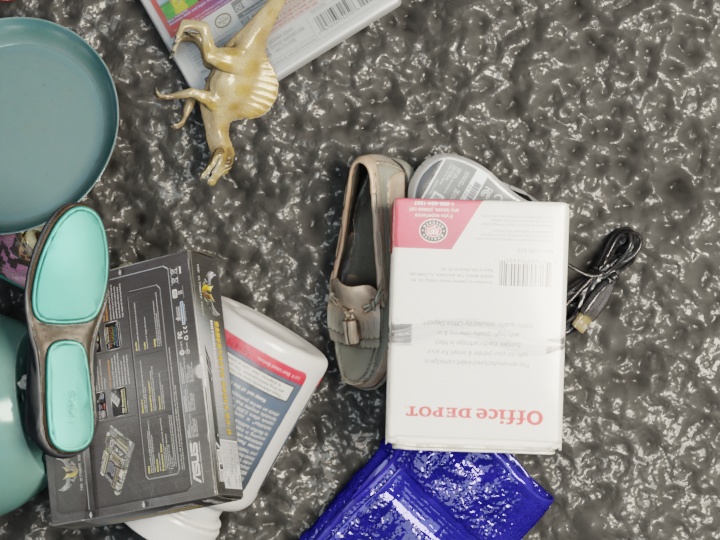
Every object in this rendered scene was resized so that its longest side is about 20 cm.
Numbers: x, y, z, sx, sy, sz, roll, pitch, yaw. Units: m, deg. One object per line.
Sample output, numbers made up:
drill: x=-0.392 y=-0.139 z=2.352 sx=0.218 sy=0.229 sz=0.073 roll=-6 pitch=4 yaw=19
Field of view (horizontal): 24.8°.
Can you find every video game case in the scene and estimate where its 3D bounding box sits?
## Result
video game case: x=-0.093 y=-0.260 z=1.434 sx=0.199 sy=0.023 sz=0.183 roll=-31 pitch=87 yaw=7

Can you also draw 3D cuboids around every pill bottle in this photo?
pill bottle: x=-0.124 y=0.135 z=1.389 sx=0.119 sy=0.120 sz=0.201 roll=30 pitch=93 yaw=5

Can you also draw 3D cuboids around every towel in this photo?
towel: x=0.050 y=0.220 z=1.405 sx=0.148 sy=0.050 sz=0.200 roll=42 pitch=94 yaw=5

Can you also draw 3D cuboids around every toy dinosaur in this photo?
toy dinosaur: x=-0.114 y=-0.179 z=1.408 sx=0.100 sy=0.058 sz=0.201 roll=22 pitch=101 yaw=-9

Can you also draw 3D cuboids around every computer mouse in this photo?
computer mouse: x=0.132 y=-0.034 z=1.400 sx=0.199 sy=0.044 sz=0.110 roll=33 pitch=95 yaw=1

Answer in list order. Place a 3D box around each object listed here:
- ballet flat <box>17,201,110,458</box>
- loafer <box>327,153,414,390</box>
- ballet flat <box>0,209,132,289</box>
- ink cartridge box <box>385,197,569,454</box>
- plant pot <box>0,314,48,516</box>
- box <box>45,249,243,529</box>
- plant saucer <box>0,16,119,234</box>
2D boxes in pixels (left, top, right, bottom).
ballet flat: x=-0.240 y=0.048 z=1.302 sx=0.072 sy=0.073 sz=0.202 roll=1 pitch=86 yaw=6
loafer: x=0.000 y=0.000 z=1.395 sx=0.071 sy=0.063 sz=0.202 roll=6 pitch=88 yaw=34
ballet flat: x=-0.237 y=0.012 z=1.425 sx=0.199 sy=0.069 sz=0.072 roll=32 pitch=112 yaw=8
ink cartridge box: x=0.095 y=0.045 z=1.340 sx=0.144 sy=0.085 sz=0.202 roll=2 pitch=89 yaw=3
plant pot: x=-0.337 y=0.122 z=1.367 sx=0.159 sy=0.201 sz=0.203 roll=-10 pitch=89 yaw=10
box: x=-0.183 y=0.099 z=1.329 sx=0.157 sy=0.048 sz=0.202 roll=-14 pitch=75 yaw=23
plant saucer: x=-0.306 y=-0.124 z=1.434 sx=0.198 sy=0.027 sz=0.202 roll=-1 pitch=74 yaw=5
